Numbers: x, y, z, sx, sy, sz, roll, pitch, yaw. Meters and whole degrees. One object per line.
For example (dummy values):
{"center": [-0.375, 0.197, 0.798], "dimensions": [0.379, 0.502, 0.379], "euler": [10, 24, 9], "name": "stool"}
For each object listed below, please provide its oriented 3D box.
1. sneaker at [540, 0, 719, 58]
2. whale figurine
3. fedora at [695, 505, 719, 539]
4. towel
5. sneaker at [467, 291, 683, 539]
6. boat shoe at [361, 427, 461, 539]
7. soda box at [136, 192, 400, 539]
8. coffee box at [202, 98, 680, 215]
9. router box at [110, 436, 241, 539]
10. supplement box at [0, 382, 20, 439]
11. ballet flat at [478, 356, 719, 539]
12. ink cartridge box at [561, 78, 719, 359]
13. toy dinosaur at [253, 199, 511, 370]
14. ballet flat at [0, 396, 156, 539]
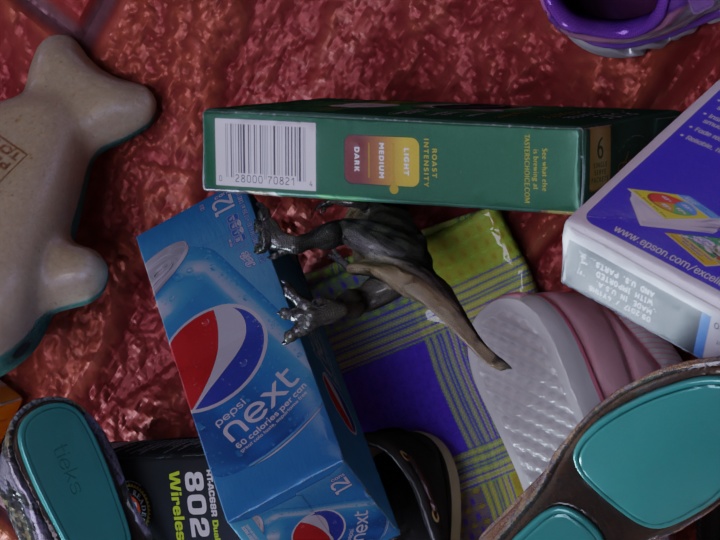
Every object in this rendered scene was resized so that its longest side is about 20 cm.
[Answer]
{"center": [0.162, -0.149, 1.353], "dimensions": [0.200, 0.088, 0.081], "euler": [-21, 86, 27], "name": "sneaker"}
{"center": [-0.189, -0.026, 1.543], "dimensions": [0.159, 0.104, 0.200], "euler": [32, 70, 20], "name": "whale figurine"}
{"center": [0.204, 0.099, 1.345], "dimensions": [0.090, 0.177, 0.200], "euler": [1, 80, -2], "name": "fedora"}
{"center": [0.046, 0.080, 1.482], "dimensions": [0.143, 0.023, 0.200], "euler": [-20, 87, 29], "name": "towel"}
{"center": [0.125, 0.101, 1.391], "dimensions": [0.075, 0.105, 0.201], "euler": [-25, 80, 39], "name": "sneaker"}
{"center": [0.020, 0.176, 1.444], "dimensions": [0.074, 0.063, 0.202], "euler": [-11, 82, 27], "name": "boat shoe"}
{"center": [-0.047, 0.053, 1.431], "dimensions": [0.064, 0.068, 0.200], "euler": [-29, 45, 6], "name": "soda box"}
{"center": [0.039, -0.055, 1.412], "dimensions": [0.200, 0.123, 0.044], "euler": [4, 97, 26], "name": "coffee box"}
{"center": [-0.069, 0.184, 1.522], "dimensions": [0.150, 0.062, 0.200], "euler": [-6, 93, 37], "name": "router box"}
{"center": [-0.299, 0.068, 1.625], "dimensions": [0.200, 0.073, 0.126], "euler": [35, 111, 20], "name": "supplement box"}
{"center": [0.110, 0.089, 1.293], "dimensions": [0.068, 0.067, 0.200], "euler": [45, 122, -6], "name": "ballet flat"}
{"center": [0.220, -0.014, 1.299], "dimensions": [0.198, 0.200, 0.043], "euler": [29, 138, 22], "name": "ink cartridge box"}
{"center": [0.000, 0.000, 1.400], "dimensions": [0.088, 0.200, 0.048], "euler": [-3, 113, -15], "name": "toy dinosaur"}
{"center": [-0.127, 0.161, 1.490], "dimensions": [0.072, 0.072, 0.201], "euler": [-28, 80, 28], "name": "ballet flat"}
